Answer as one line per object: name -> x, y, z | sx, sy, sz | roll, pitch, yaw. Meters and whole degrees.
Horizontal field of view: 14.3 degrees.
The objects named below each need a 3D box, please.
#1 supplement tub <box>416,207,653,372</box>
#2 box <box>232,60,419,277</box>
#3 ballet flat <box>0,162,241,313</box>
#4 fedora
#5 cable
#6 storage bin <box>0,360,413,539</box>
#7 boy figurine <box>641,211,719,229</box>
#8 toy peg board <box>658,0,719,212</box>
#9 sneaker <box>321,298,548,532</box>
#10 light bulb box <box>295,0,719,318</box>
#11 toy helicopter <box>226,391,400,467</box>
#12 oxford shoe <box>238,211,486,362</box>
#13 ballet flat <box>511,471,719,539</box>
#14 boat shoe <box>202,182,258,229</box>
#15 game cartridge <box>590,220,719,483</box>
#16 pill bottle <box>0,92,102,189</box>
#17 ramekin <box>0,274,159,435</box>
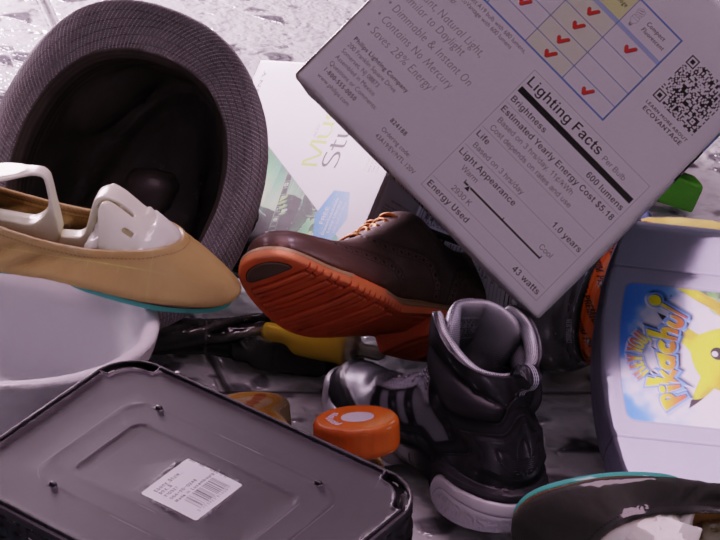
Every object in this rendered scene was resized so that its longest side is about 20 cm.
supplement tub -> 0.093, -0.011, 1.816 | 0.199, 0.123, 0.122 | 21, 26, 28
box -> -0.027, -0.059, 1.806 | 0.036, 0.145, 0.200 | 29, -11, -31
ballet flat -> -0.162, -0.022, 1.586 | 0.199, 0.063, 0.069 | 9, 23, 1
fedora -> -0.132, -0.057, 1.732 | 0.176, 0.201, 0.090 | 15, 1, 15
cable -> -0.077, 0.029, 1.760 | 0.199, 0.051, 0.097 | 8, 19, 1
storage bin -> -0.084, 0.139, 1.409 | 0.199, 0.094, 0.135 | 22, 39, 32
boy figurine -> 0.212, -0.004, 1.913 | 0.124, 0.065, 0.200 | -15, 32, -43
toy peg board -> 0.206, -0.153, 2.115 | 0.097, 0.200, 0.200 | 16, 19, -23
sneaker -> 0.047, 0.063, 1.631 | 0.075, 0.114, 0.200 | -5, 22, -31
light bulb box -> 0.101, -0.110, 1.653 | 0.198, 0.200, 0.125 | 45, 1, 1
toy helicopter -> -0.056, 0.105, 1.588 | 0.132, 0.079, 0.200 | -7, 15, -11
oxford shoe -> 0.000, 0.000, 1.668 | 0.071, 0.073, 0.200 | -16, -23, 34
ballet flat -> 0.182, 0.146, 1.551 | 0.199, 0.068, 0.069 | -2, 39, -15
boat shoe -> -0.131, -0.060, 1.852 | 0.200, 0.073, 0.065 | 16, 44, 44
game cartridge -> 0.200, 0.060, 1.670 | 0.133, 0.041, 0.201 | 3, 55, -2
pill bottle -> -0.255, -0.066, 1.849 | 0.110, 0.111, 0.200 | -15, 31, -42
ramekin -> -0.214, 0.061, 1.580 | 0.199, 0.098, 0.201 | 7, 23, -3
